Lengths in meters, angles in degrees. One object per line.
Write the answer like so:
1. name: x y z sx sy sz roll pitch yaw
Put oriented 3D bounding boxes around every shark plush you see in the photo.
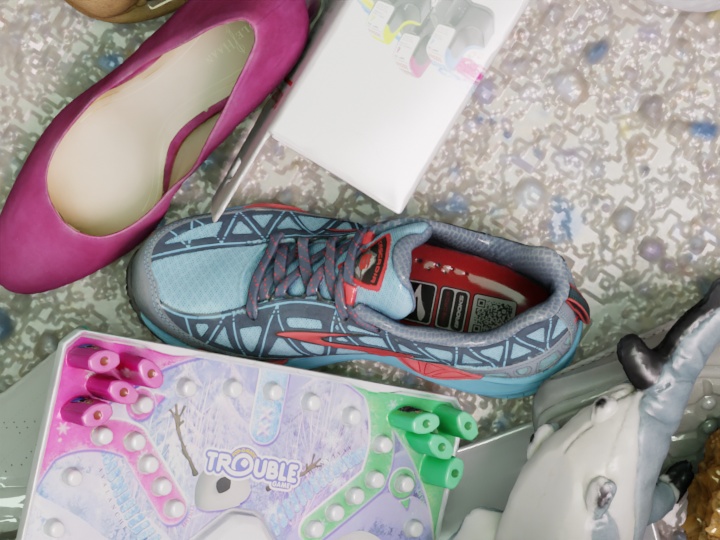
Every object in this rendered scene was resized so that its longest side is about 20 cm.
1. shark plush: 0.103 0.088 1.180 0.083 0.091 0.200 9 104 -39

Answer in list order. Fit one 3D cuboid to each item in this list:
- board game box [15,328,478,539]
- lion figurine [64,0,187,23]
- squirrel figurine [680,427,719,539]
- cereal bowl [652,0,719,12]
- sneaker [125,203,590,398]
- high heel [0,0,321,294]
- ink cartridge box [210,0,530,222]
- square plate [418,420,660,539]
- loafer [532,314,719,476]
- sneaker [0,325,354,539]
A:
1. board game box: -0.052 0.138 1.167 0.200 0.026 0.200 12 91 -32
2. lion figurine: -0.131 -0.166 1.207 0.122 0.072 0.200 -41 95 6
3. squirrel figurine: 0.231 0.121 1.133 0.200 0.187 0.142 -2 126 -12
4. cereal bowl: 0.127 -0.210 1.135 0.083 0.200 0.200 -31 94 36
5. sneaker: 0.000 0.000 1.199 0.200 0.096 0.079 5 71 -4
6. high heel: -0.096 -0.052 1.186 0.200 0.096 0.067 -37 94 18
7. ink cartridge box: 0.015 -0.094 1.188 0.068 0.115 0.200 32 94 -6
8. square plate: 0.048 0.177 1.250 0.200 0.028 0.198 -18 93 1
9. loafer: 0.168 0.038 1.221 0.200 0.070 0.070 -12 133 -8
10. sneaker: -0.102 0.066 1.226 0.200 0.075 0.089 -7 82 2
